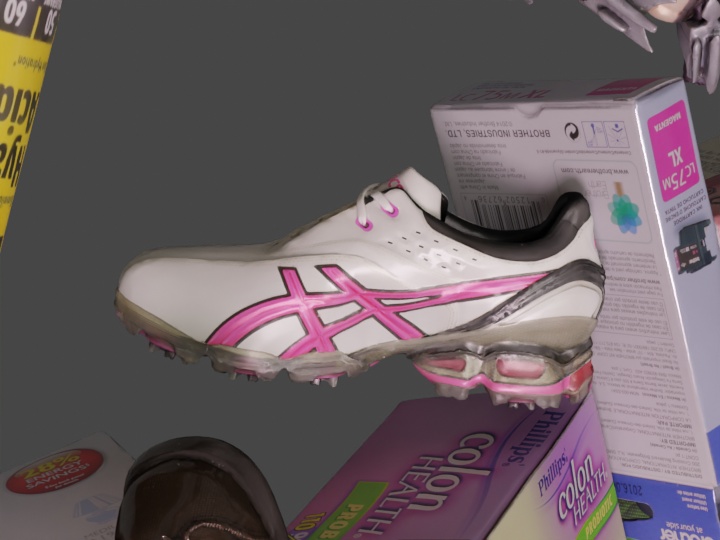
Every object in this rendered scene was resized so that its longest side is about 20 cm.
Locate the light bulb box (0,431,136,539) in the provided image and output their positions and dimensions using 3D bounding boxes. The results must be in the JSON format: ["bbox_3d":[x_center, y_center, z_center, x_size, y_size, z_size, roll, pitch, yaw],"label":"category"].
[{"bbox_3d":[-0.142,0.201,0.794,0.197,0.125,0.202,-21,108,-19],"label":"light bulb box"}]

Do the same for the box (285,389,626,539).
[{"bbox_3d":[0.046,0.177,0.831,0.176,0.096,0.202,-42,123,-57],"label":"box"}]

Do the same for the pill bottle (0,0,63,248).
[{"bbox_3d":[-0.181,-0.034,0.741,0.110,0.111,0.202,13,95,-25],"label":"pill bottle"}]

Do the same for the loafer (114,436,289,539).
[{"bbox_3d":[-0.042,0.161,0.713,0.072,0.071,0.201,-20,103,21],"label":"loafer"}]

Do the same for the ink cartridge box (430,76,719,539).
[{"bbox_3d":[0.103,0.018,0.869,0.042,0.119,0.202,-25,109,-37],"label":"ink cartridge box"}]

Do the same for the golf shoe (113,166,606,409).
[{"bbox_3d":[0.000,0.000,0.829,0.198,0.073,0.093,4,103,-3],"label":"golf shoe"}]

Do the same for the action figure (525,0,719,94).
[{"bbox_3d":[0.133,-0.131,0.857,0.199,0.131,0.070,-14,148,-34],"label":"action figure"}]

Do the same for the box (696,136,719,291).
[{"bbox_3d":[0.225,-0.004,0.924,0.199,0.109,0.129,-20,107,-18],"label":"box"}]

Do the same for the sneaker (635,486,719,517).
[{"bbox_3d":[0.220,0.103,0.963,0.198,0.070,0.083,-14,101,-20],"label":"sneaker"}]

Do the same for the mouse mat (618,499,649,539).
[{"bbox_3d":[0.074,0.187,0.951,0.199,0.008,0.162,-29,110,-17],"label":"mouse mat"}]
